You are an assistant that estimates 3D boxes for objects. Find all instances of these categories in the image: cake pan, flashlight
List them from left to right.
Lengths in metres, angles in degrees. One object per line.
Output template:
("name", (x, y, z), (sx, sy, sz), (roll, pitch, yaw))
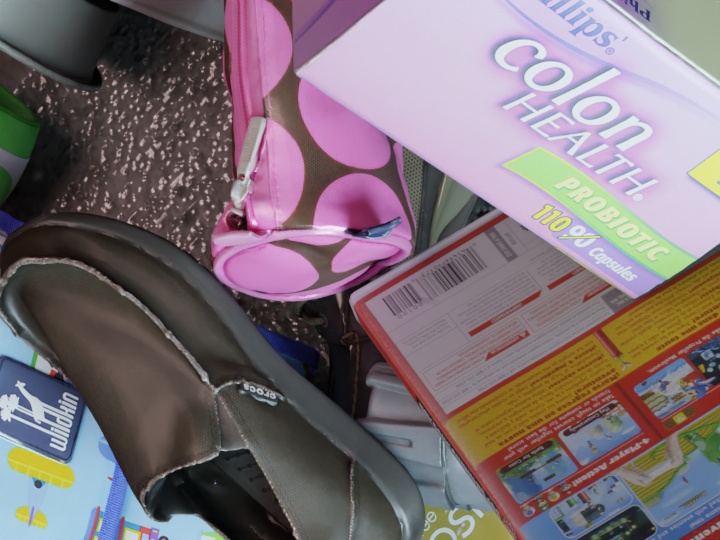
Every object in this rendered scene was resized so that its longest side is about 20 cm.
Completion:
("cake pan", (-0.186, -0.157, 1.068), (0.200, 0.200, 0.037), (43, 98, 24))
("flashlight", (0.097, 0.068, 0.903), (0.199, 0.068, 0.068), (8, 82, 22))

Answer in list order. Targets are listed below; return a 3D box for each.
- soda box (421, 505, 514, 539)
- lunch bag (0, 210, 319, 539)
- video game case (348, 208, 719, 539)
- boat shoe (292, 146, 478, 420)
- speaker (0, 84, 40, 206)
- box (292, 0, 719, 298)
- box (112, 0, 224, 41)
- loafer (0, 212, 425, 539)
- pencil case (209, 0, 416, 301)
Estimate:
("soda box", (0.024, 0.140, 1.003), (0.068, 0.064, 0.200), (43, 104, 23))
("lunch bag", (-0.126, 0.072, 0.984), (0.094, 0.200, 0.151), (-11, 60, 42))
("video game case", (0.099, 0.037, 0.877), (0.143, 0.017, 0.200), (-30, 45, -7))
("boat shoe", (0.000, 0.000, 1.013), (0.073, 0.074, 0.201), (15, 83, -14))
("speaker", (-0.235, -0.008, 1.104), (0.088, 0.088, 0.200), (38, 96, 25))
("box", (0.068, -0.123, 0.883), (0.097, 0.176, 0.201), (-37, 38, 31))
("box", (-0.128, -0.221, 1.042), (0.199, 0.200, 0.131), (42, 104, 24))
("loafer", (-0.066, 0.055, 0.908), (0.200, 0.071, 0.073), (37, 136, 7))
("pencil case", (-0.027, -0.093, 0.936), (0.091, 0.093, 0.201), (-22, 67, 42))
